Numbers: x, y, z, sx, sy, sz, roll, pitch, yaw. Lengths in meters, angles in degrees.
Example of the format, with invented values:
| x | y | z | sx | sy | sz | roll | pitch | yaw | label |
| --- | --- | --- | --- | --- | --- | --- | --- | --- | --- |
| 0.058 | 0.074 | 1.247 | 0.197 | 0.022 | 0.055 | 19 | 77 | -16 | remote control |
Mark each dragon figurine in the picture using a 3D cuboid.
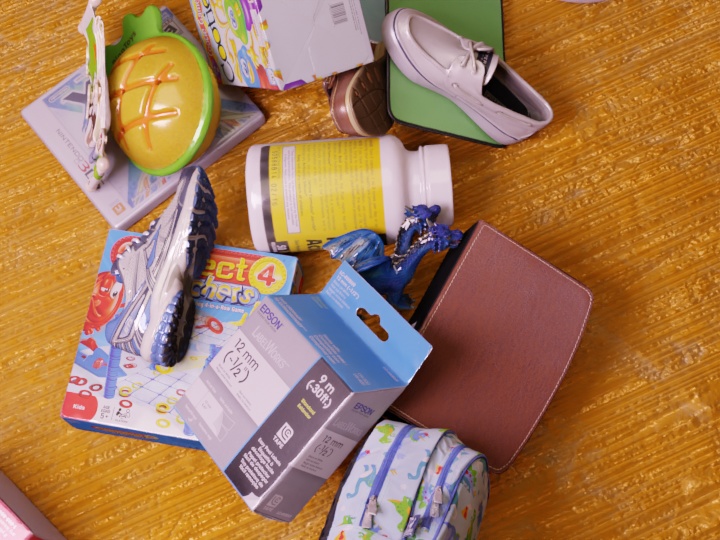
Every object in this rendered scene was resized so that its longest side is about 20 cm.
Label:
| x | y | z | sx | sy | sz | roll | pitch | yaw | label |
| --- | --- | --- | --- | --- | --- | --- | --- | --- | --- |
| 0.000 | 0.000 | 1.136 | 0.199 | 0.100 | 0.059 | -17 | 44 | -8 | dragon figurine |

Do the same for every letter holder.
| x | y | z | sx | sy | sz | roll | pitch | yaw | label |
| --- | --- | --- | --- | --- | --- | --- | --- | --- | --- |
| 0.114 | 0.080 | 1.132 | 0.142 | 0.101 | 0.200 | 31 | 75 | -3 | letter holder |

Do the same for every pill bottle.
| x | y | z | sx | sy | sz | roll | pitch | yaw | label |
| --- | --- | --- | --- | --- | --- | --- | --- | --- | --- |
| -0.009 | -0.078 | 1.190 | 0.199 | 0.111 | 0.112 | -5 | 70 | 3 | pill bottle |

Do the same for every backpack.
| x | y | z | sx | sy | sz | roll | pitch | yaw | label |
| --- | --- | --- | --- | --- | --- | --- | --- | --- | --- |
| 0.033 | 0.222 | 1.000 | 0.153 | 0.164 | 0.200 | -5 | 40 | 11 | backpack |

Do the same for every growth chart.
| x | y | z | sx | sy | sz | roll | pitch | yaw | label |
| --- | --- | --- | --- | --- | --- | --- | --- | --- | --- |
| -0.270 | -0.179 | 1.210 | 0.018 | 0.145 | 0.201 | -1 | 78 | -19 | growth chart |

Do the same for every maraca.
| x | y | z | sx | sy | sz | roll | pitch | yaw | label |
| --- | --- | --- | --- | --- | --- | --- | --- | --- | --- |
| -0.212 | -0.184 | 1.222 | 0.137 | 0.107 | 0.200 | -48 | 56 | 20 | maraca |

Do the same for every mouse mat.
| x | y | z | sx | sy | sz | roll | pitch | yaw | label |
| --- | --- | --- | --- | --- | --- | --- | --- | --- | --- |
| 0.090 | -0.232 | 1.235 | 0.160 | 0.008 | 0.201 | 9 | 74 | -34 | mouse mat |

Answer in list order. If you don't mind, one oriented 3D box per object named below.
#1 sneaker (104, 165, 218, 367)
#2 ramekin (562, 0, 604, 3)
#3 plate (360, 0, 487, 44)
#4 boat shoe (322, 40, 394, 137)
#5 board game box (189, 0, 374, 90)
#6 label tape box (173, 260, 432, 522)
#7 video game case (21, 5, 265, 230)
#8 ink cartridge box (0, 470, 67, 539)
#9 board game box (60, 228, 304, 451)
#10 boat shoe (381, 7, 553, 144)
| x | y | z | sx | sy | sz | roll | pitch | yaw | label |
| --- | --- | --- | --- | --- | --- | --- | --- | --- | --- |
| -0.195 | -0.012 | 1.141 | 0.085 | 0.077 | 0.201 | 9 | 71 | 11 | sneaker |
| 0.245 | -0.403 | 1.293 | 0.199 | 0.105 | 0.201 | -1 | 70 | 4 | ramekin |
| 0.049 | -0.330 | 1.322 | 0.199 | 0.026 | 0.201 | -1 | 71 | 2 | plate |
| -0.003 | -0.179 | 1.206 | 0.067 | 0.200 | 0.072 | -11 | 112 | 17 | boat shoe |
| -0.084 | -0.245 | 1.188 | 0.103 | 0.200 | 0.105 | -22 | 108 | -20 | board game box |
| -0.053 | 0.096 | 1.045 | 0.200 | 0.066 | 0.143 | -51 | 52 | 7 | label tape box |
| -0.234 | -0.166 | 1.283 | 0.200 | 0.022 | 0.182 | -39 | 73 | -10 | video game case |
| -0.389 | 0.273 | 1.073 | 0.145 | 0.145 | 0.200 | 40 | 78 | 15 | ink cartridge box |
| -0.172 | 0.072 | 1.177 | 0.199 | 0.056 | 0.197 | 8 | 72 | 7 | board game box |
| 0.111 | -0.199 | 1.196 | 0.200 | 0.066 | 0.072 | 39 | 59 | -21 | boat shoe |
